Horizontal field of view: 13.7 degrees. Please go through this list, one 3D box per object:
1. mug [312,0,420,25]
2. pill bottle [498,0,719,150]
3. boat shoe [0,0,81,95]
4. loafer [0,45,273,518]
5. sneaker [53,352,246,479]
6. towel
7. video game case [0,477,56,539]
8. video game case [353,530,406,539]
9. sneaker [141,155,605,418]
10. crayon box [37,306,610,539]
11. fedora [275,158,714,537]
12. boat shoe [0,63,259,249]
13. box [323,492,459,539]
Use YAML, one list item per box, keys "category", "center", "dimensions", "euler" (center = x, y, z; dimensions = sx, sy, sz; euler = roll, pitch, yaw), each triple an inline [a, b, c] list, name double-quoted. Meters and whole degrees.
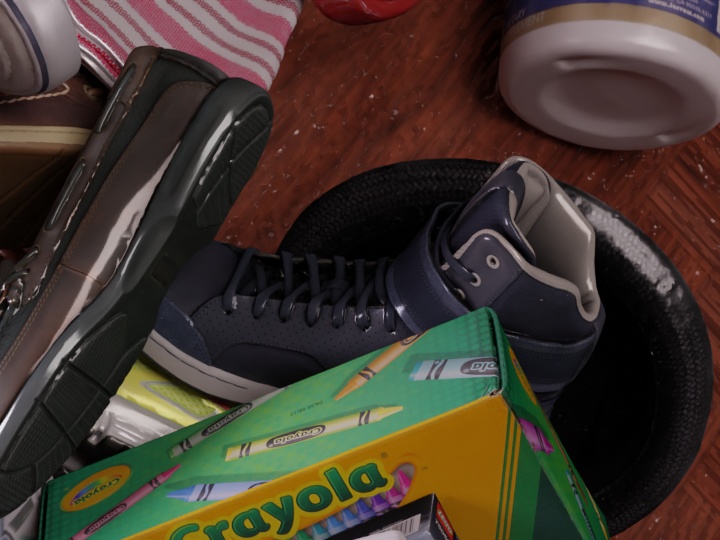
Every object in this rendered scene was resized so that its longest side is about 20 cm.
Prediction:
- category: "mug"
  center: [0.001, -0.221, 1.361]
  dimensions: [0.133, 0.178, 0.200]
  euler: [27, 31, 22]
- category: "pill bottle"
  center: [0.129, -0.169, 1.431]
  dimensions: [0.111, 0.111, 0.201]
  euler: [19, 64, -25]
- category: "boat shoe"
  center: [-0.186, -0.102, 1.178]
  dimensions: [0.070, 0.200, 0.071]
  euler: [-34, 127, -26]
- category: "loafer"
  center: [-0.110, 0.002, 1.169]
  dimensions: [0.063, 0.072, 0.200]
  euler: [30, 77, 18]
- category: "sneaker"
  center: [-0.046, 0.078, 1.263]
  dimensions: [0.200, 0.078, 0.091]
  euler: [33, 49, -22]
- category: "towel"
  center: [-0.086, -0.136, 1.290]
  dimensions: [0.146, 0.030, 0.200]
  euler: [42, 30, -13]
- category: "video game case"
  center: [-0.190, 0.104, 1.139]
  dimensions: [0.182, 0.022, 0.201]
  euler: [-37, 120, -40]
- category: "video game case"
  center: [-0.051, 0.205, 1.131]
  dimensions: [0.023, 0.199, 0.183]
  euler: [-76, 149, -69]
- category: "sneaker"
  center: [0.001, -0.001, 1.207]
  dimensions: [0.202, 0.146, 0.077]
  euler: [25, 39, -6]
- category: "crayon box"
  center: [-0.013, 0.107, 1.182]
  dimensions: [0.058, 0.199, 0.119]
  euler: [-94, 158, -55]
- category: "fedora"
  center: [0.060, 0.026, 1.307]
  dimensions: [0.201, 0.200, 0.092]
  euler: [50, 25, -7]
- category: "boat shoe"
  center: [-0.124, -0.058, 1.246]
  dimensions: [0.200, 0.072, 0.072]
  euler: [-5, 60, -53]
- category: "box"
  center: [-0.030, 0.186, 1.156]
  dimensions: [0.137, 0.199, 0.040]
  euler: [63, 14, -16]
